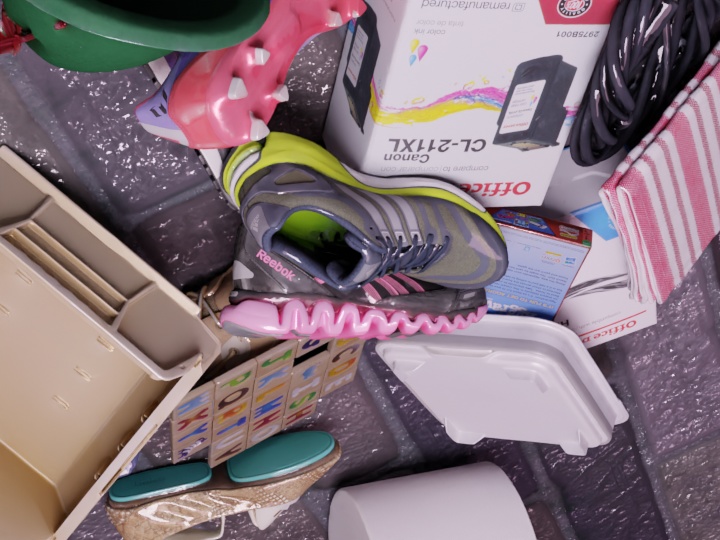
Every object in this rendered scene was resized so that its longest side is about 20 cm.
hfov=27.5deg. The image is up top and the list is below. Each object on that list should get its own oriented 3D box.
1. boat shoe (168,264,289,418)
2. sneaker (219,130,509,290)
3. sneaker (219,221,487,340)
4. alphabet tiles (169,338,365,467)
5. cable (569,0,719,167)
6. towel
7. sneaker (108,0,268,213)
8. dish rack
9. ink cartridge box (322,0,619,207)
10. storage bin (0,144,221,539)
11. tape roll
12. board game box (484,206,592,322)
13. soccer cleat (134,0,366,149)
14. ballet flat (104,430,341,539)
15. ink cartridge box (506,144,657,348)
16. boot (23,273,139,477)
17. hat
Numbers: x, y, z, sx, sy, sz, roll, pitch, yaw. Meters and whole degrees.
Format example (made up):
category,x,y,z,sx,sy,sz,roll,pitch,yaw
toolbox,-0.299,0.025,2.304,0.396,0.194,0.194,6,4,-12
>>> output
category,x,y,z,sx,sy,sz,roll,pitch,yaw
boat shoe,-0.102,0.045,1.071,0.064,0.072,0.201,10,130,-31
sneaker,0.007,-0.018,0.922,0.199,0.081,0.074,14,128,-23
sneaker,0.000,0.000,1.003,0.199,0.096,0.079,2,171,-28
alphabet tiles,-0.070,0.096,1.114,0.166,0.008,0.200,-27,161,-18
cable,0.191,-0.137,0.965,0.164,0.051,0.201,-54,166,-31
towel,0.244,-0.086,1.054,0.200,0.030,0.147,-50,144,-16
sneaker,-0.077,-0.116,0.917,0.087,0.076,0.200,-29,138,-1
dish rack,0.107,0.093,1.152,0.170,0.044,0.200,3,153,28
ink cartridge box,0.070,-0.138,0.946,0.145,0.083,0.201,-3,135,-20
storage bin,-0.226,0.062,0.950,0.198,0.094,0.200,40,116,-2
tape roll,0.064,0.276,1.271,0.138,0.203,0.204,-9,137,-15
board game box,0.054,-0.015,1.046,0.198,0.020,0.103,14,140,-4
soccer cleat,-0.055,-0.144,0.845,0.076,0.201,0.067,4,138,30
ballet flat,-0.108,0.185,1.210,0.198,0.071,0.066,-12,112,1
ink cartridge box,0.164,0.001,1.139,0.115,0.068,0.201,-19,138,-2
boot,-0.192,0.057,1.031,0.072,0.091,0.201,-18,138,-4
hat,-0.163,-0.118,0.818,0.165,0.200,0.177,-7,138,-39
